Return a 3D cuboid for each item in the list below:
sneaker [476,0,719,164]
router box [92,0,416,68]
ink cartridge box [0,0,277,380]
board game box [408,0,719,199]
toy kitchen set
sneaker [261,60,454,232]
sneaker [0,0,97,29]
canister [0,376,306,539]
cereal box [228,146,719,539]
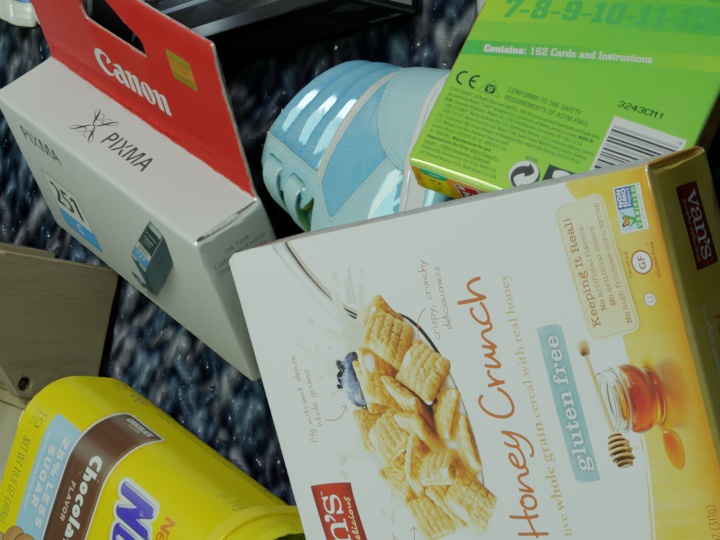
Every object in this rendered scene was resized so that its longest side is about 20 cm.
[{"bbox_3d":[0.105,-0.111,0.788,0.111,0.077,0.202,-1,86,37],"label":"sneaker"},{"bbox_3d":[-0.057,-0.188,0.979,0.199,0.052,0.158,-7,80,48],"label":"router box"},{"bbox_3d":[-0.115,-0.061,0.965,0.200,0.045,0.177,34,152,44],"label":"ink cartridge box"},{"bbox_3d":[0.102,-0.105,0.729,0.095,0.030,0.201,20,74,19],"label":"board game box"},{"bbox_3d":[-0.263,0.075,1.086,0.163,0.180,0.201,12,91,49],"label":"toy kitchen set"},{"bbox_3d":[0.000,0.000,0.882,0.130,0.079,0.201,20,91,45],"label":"sneaker"},{"bbox_3d":[-0.197,-0.199,1.102,0.200,0.078,0.090,27,122,47],"label":"sneaker"},{"bbox_3d":[-0.101,0.153,0.972,0.200,0.086,0.149,29,107,47],"label":"canister"},{"bbox_3d":[0.047,0.046,0.692,0.199,0.039,0.145,-12,95,44],"label":"cereal box"}]
